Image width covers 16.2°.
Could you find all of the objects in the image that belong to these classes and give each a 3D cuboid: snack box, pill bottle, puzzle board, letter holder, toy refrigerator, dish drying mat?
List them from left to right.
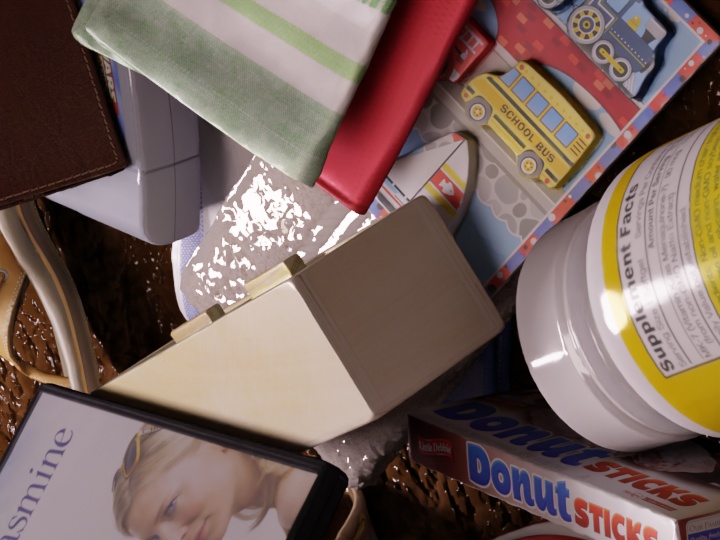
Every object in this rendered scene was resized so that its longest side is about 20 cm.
[{"bbox_3d":[-0.213,-0.115,1.131,0.101,0.142,0.200,-10,98,61],"label":"letter holder"},{"bbox_3d":[-0.033,0.036,1.047,0.070,0.076,0.200,59,148,-2],"label":"toy refrigerator"},{"bbox_3d":[0.020,-0.126,0.989,0.077,0.018,0.200,35,108,25],"label":"dish drying mat"},{"bbox_3d":[0.025,-0.104,1.006,0.200,0.017,0.151,47,109,17],"label":"puzzle board"},{"bbox_3d":[0.097,0.079,0.994,0.200,0.072,0.024,17,114,61],"label":"snack box"},{"bbox_3d":[0.154,-0.005,0.906,0.200,0.114,0.114,-27,91,49],"label":"pill bottle"}]

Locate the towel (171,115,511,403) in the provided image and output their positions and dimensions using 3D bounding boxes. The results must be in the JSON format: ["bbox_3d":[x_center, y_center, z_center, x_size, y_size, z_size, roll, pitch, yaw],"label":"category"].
[{"bbox_3d":[-0.014,-0.011,1.140,0.200,0.024,0.147,21,126,36],"label":"towel"}]

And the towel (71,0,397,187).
[{"bbox_3d":[-0.031,-0.155,1.002,0.152,0.023,0.200,34,105,37],"label":"towel"}]

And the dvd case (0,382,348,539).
[{"bbox_3d":[-0.102,0.125,1.028,0.200,0.143,0.018,11,160,49],"label":"dvd case"}]

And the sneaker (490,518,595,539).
[{"bbox_3d":[0.077,0.146,0.938,0.200,0.115,0.079,-10,101,44],"label":"sneaker"}]

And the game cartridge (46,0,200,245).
[{"bbox_3d":[-0.125,-0.115,1.162,0.133,0.041,0.201,25,128,57],"label":"game cartridge"}]

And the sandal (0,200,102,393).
[{"bbox_3d":[-0.173,0.002,1.262,0.080,0.054,0.200,-171,60,-82],"label":"sandal"}]

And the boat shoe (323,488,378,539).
[{"bbox_3d":[-0.058,0.149,1.141,0.074,0.200,0.069,4,109,31],"label":"boat shoe"}]

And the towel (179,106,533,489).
[{"bbox_3d":[0.000,0.000,1.089,0.133,0.034,0.200,50,138,13],"label":"towel"}]
